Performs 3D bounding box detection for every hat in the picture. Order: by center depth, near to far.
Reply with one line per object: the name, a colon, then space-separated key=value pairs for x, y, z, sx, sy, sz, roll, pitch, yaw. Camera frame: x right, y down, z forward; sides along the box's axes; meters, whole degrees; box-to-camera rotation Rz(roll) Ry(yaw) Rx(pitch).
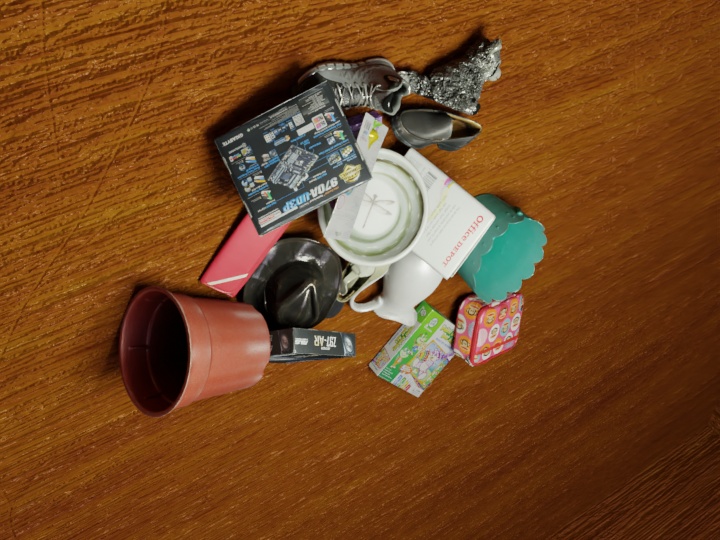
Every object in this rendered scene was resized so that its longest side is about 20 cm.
hat: x=-0.114 y=0.046 z=1.315 sx=0.196 sy=0.081 sz=0.205 roll=-8 pitch=119 yaw=-14

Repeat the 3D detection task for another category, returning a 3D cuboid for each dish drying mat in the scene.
dish drying mat: x=-0.189 y=-0.042 z=1.257 sx=0.076 sy=0.018 sz=0.201 roll=29 pitch=109 yaw=-32

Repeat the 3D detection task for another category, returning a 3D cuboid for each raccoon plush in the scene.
raccoon plush: x=0.163 y=-0.352 z=1.271 sx=0.197 sy=0.096 sz=0.136 roll=6 pitch=111 yaw=-42

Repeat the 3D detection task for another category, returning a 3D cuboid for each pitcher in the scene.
pitcher: x=0.075 y=0.014 z=1.486 sx=0.168 sy=0.123 sz=0.202 roll=2 pitch=134 yaw=-26

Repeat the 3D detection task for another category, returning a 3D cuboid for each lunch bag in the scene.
lunch bag: x=0.303 y=0.141 z=1.763 sx=0.198 sy=0.081 sz=0.180 roll=-16 pitch=120 yaw=-43

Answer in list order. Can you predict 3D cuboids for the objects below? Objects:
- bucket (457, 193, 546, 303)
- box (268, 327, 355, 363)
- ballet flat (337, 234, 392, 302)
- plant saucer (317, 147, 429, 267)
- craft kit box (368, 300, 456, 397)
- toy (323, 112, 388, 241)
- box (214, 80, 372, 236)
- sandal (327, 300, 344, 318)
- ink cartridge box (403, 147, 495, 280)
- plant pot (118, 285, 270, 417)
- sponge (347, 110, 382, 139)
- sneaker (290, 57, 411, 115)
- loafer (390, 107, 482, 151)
bucket: x=0.281 y=-0.053 z=1.576 sx=0.204 sy=0.135 sz=0.210 roll=-22 pitch=135 yaw=-23
box: x=-0.130 y=0.140 z=1.353 sx=0.158 sy=0.197 sz=0.045 roll=10 pitch=74 yaw=-47
ballet flat: x=0.000 y=0.000 z=1.381 sx=0.068 sy=0.071 sz=0.200 roll=-12 pitch=157 yaw=-32
plant saucer: x=0.020 y=-0.110 z=1.287 sx=0.195 sy=0.050 sz=0.205 roll=-1 pitch=98 yaw=-8
craft kit box: x=0.140 y=0.187 z=1.729 sx=0.199 sy=0.048 sz=0.199 roll=-52 pitch=140 yaw=4
toy: x=-0.020 y=-0.153 z=1.206 sx=0.204 sy=0.047 sz=0.115 roll=-67 pitch=161 yaw=6
box: x=-0.100 y=-0.168 z=1.121 sx=0.197 sy=0.161 sz=0.046 roll=-27 pitch=-177 yaw=2
sandal: x=-0.097 y=0.050 z=1.413 sx=0.198 sy=0.043 sz=0.077 roll=17 pitch=111 yaw=-46
ink cartridge box: x=0.128 y=-0.104 z=1.354 sx=0.145 sy=0.199 sz=0.085 roll=-52 pitch=178 yaw=10
plant pot: x=-0.266 y=0.130 z=1.236 sx=0.193 sy=0.200 sz=0.203 roll=2 pitch=122 yaw=-50
sponge: x=-0.049 y=-0.195 z=1.262 sx=0.197 sy=0.030 sz=0.113 roll=-21 pitch=134 yaw=-26
sneaker: x=-0.004 y=-0.280 z=1.163 sx=0.197 sy=0.116 sz=0.076 roll=-22 pitch=135 yaw=-25
loafer: x=0.135 y=-0.259 z=1.317 sx=0.197 sy=0.072 sz=0.075 roll=-6 pitch=84 yaw=-44
